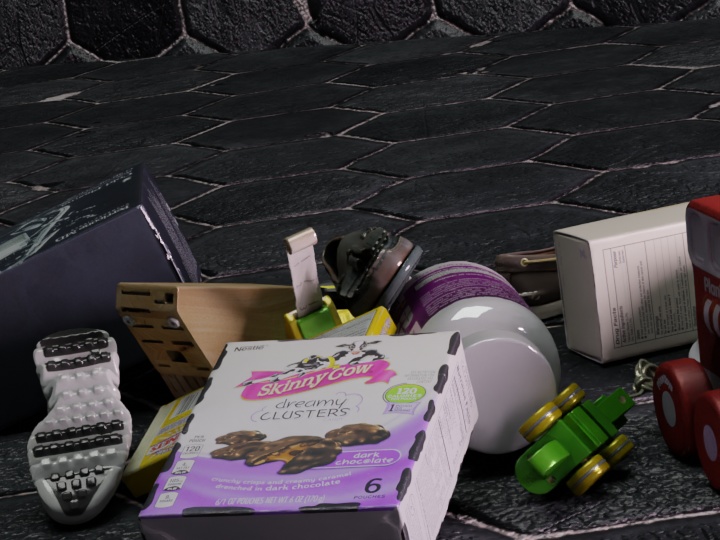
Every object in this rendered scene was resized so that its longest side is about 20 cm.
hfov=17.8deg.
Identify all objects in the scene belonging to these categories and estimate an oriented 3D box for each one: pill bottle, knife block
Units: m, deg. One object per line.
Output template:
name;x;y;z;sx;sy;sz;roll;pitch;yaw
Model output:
pill bottle;0.082;0.065;1.655;0.112;0.112;0.200;-9;12;-5
knife block;-0.083;0.033;1.778;0.064;0.200;0.176;2;45;37

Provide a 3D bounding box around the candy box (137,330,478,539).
candy box;-0.028;0.121;1.459;0.168;0.072;0.200;-4;29;17

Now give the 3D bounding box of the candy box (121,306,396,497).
candy box;-0.072;0.093;1.631;0.200;0.026;0.102;-25;21;24

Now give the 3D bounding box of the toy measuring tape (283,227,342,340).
toy measuring tape;-0.024;0.053;1.688;0.074;0.200;0.074;-2;52;2

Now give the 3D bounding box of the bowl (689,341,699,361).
bowl;0.343;0.018;1.727;0.201;0.090;0.201;-7;12;1

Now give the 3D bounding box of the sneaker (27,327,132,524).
sneaker;-0.199;0.125;1.669;0.075;0.081;0.200;-4;32;-2

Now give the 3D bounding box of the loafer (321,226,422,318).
loafer;0.000;0.000;1.740;0.063;0.072;0.200;35;-5;-2

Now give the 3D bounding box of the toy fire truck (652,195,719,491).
toy fire truck;0.262;0.044;1.510;0.112;0.168;0.200;-10;13;-10

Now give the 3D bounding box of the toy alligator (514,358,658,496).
toy alligator;0.150;0.112;1.556;0.054;0.059;0.200;-48;-10;31

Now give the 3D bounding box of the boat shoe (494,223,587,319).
boat shoe;0.197;-0.007;2.021;0.200;0.060;0.072;-17;15;-35

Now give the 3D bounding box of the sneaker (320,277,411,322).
sneaker;-0.046;0.049;1.934;0.200;0.074;0.085;-8;-1;-20

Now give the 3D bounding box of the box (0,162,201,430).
box;-0.242;0.019;1.919;0.200;0.124;0.197;-26;15;1

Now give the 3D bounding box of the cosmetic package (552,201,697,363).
cosmetic package;0.264;0.001;1.850;0.200;0.104;0.073;-10;12;-17
